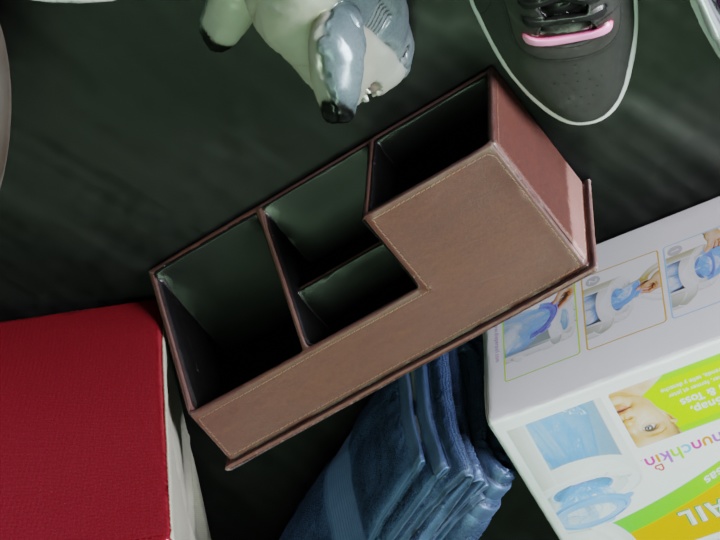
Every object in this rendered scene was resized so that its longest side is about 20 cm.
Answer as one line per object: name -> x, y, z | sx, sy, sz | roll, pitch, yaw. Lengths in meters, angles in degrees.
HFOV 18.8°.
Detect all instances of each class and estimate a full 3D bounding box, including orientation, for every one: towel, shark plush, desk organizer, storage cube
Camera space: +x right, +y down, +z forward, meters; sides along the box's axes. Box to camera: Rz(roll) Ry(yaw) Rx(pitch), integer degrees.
towel -> 0.003, 0.123, 1.032 | 0.048, 0.112, 0.200 | 18, 125, -20
shark plush -> -0.015, -0.155, 0.868 | 0.083, 0.091, 0.200 | -25, 120, -32
desk organizer -> 0.000, 0.000, 0.968 | 0.200, 0.072, 0.077 | -30, 118, 21
storage cube -> -0.163, 0.138, 1.002 | 0.179, 0.200, 0.171 | -8, 125, 0

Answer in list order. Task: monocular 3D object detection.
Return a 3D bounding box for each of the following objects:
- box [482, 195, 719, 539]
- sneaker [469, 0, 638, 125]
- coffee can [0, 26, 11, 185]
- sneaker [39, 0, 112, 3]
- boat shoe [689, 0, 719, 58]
box -> 0.167, 0.041, 0.972 | 0.200, 0.101, 0.113 | -22, 122, 17
sneaker -> 0.072, -0.123, 0.857 | 0.071, 0.099, 0.200 | -10, 127, 7
coffee can -> -0.258, -0.063, 0.846 | 0.200, 0.146, 0.147 | 12, 129, 20
sneaker -> -0.162, -0.166, 0.857 | 0.199, 0.075, 0.089 | 14, 113, -7
boat shoe -> 0.141, -0.154, 0.850 | 0.072, 0.069, 0.200 | -10, 125, 9
